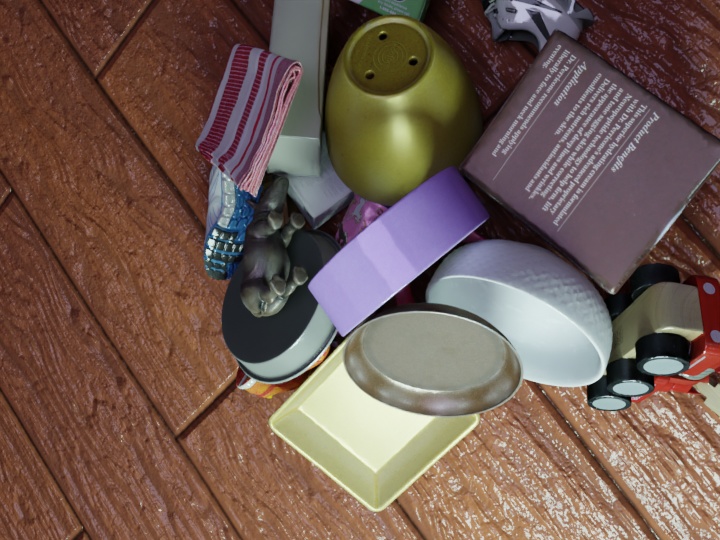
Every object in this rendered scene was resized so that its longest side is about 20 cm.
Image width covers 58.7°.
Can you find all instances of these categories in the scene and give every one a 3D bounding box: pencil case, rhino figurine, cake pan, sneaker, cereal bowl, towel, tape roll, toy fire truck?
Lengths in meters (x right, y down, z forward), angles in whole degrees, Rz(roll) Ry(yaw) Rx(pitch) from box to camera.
[{"bbox_3d":[0.000,0.000,0.820,0.086,0.081,0.205,35,107,50],"label":"pencil case"},{"bbox_3d":[-0.109,-0.038,0.770,0.087,0.059,0.205,-38,45,40],"label":"rhino figurine"},{"bbox_3d":[-0.101,0.035,0.795,0.196,0.036,0.206,-19,57,30],"label":"cake pan"},{"bbox_3d":[-0.174,-0.089,0.861,0.087,0.073,0.206,41,121,52],"label":"sneaker"},{"bbox_3d":[0.171,0.034,0.675,0.195,0.202,0.085,23,65,19],"label":"cereal bowl"},{"bbox_3d":[-0.137,-0.184,0.740,0.199,0.022,0.148,38,108,52],"label":"towel"},{"bbox_3d":[-0.091,0.117,0.838,0.198,0.076,0.075,-29,45,49],"label":"sneaker"},{"bbox_3d":[0.168,-0.320,0.743,0.089,0.074,0.201,-46,77,15],"label":"sneaker"},{"bbox_3d":[0.040,-0.019,0.671,0.199,0.200,0.066,-41,86,18],"label":"tape roll"},{"bbox_3d":[0.347,0.101,0.649,0.193,0.177,0.132,9,61,-2],"label":"toy fire truck"}]

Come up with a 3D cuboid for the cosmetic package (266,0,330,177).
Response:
[{"bbox_3d":[-0.077,-0.232,0.788,0.071,0.104,0.207,3,75,-3],"label":"cosmetic package"}]

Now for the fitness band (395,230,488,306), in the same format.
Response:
[{"bbox_3d":[0.133,0.036,0.779,0.198,0.037,0.145,37,101,4],"label":"fitness band"}]

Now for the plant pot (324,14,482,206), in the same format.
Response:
[{"bbox_3d":[0.040,-0.197,0.725,0.193,0.142,0.207,-4,70,10],"label":"plant pot"}]

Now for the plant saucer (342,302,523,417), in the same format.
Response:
[{"bbox_3d":[0.078,0.096,0.696,0.194,0.203,0.033,-5,46,21],"label":"plant saucer"}]

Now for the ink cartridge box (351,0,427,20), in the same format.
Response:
[{"bbox_3d":[0.041,-0.406,0.724,0.143,0.085,0.204,24,120,3],"label":"ink cartridge box"}]

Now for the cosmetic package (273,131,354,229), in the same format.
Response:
[{"bbox_3d":[-0.087,-0.161,0.847,0.082,0.051,0.202,-34,79,-11],"label":"cosmetic package"}]

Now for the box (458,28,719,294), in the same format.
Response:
[{"bbox_3d":[0.237,-0.108,0.678,0.199,0.164,0.168,41,105,14],"label":"box"}]

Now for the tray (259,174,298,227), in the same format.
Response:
[{"bbox_3d":[-0.128,-0.023,0.891,0.096,0.037,0.207,-10,88,21],"label":"tray"}]

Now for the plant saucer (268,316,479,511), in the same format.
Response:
[{"bbox_3d":[0.017,0.177,0.808,0.199,0.049,0.200,41,106,-13],"label":"plant saucer"}]
